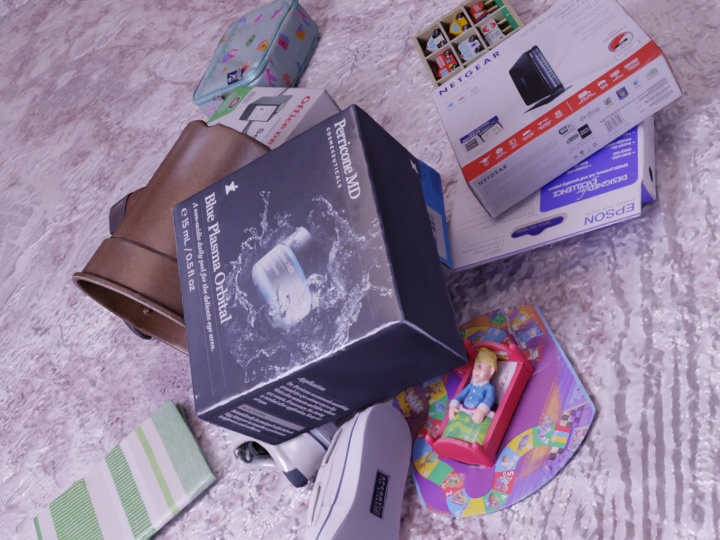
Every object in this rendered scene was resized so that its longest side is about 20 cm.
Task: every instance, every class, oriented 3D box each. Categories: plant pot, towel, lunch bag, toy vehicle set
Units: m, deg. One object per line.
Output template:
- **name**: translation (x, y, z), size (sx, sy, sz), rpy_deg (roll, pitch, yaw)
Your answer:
- **plant pot**: translation (-0.158, -0.029, 1.024), size (0.198, 0.200, 0.201), rpy_deg (10, 68, 48)
- **towel**: translation (-0.239, 0.232, 1.002), size (0.199, 0.023, 0.153), rpy_deg (-42, 35, -3)
- **lunch bag**: translation (-0.158, -0.300, 1.464), size (0.158, 0.077, 0.202), rpy_deg (-9, 45, 37)
- **toy vehicle set**: translation (0.135, -0.256, 1.176), size (0.123, 0.027, 0.201), rpy_deg (-32, 35, 13)

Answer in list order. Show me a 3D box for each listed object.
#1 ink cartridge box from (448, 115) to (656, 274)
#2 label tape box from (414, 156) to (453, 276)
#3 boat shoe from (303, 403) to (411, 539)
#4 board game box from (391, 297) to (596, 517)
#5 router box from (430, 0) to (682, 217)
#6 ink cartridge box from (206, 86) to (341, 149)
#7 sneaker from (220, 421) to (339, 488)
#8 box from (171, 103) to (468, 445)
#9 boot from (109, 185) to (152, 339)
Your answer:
- **ink cartridge box**: translation (0.174, -0.082, 0.930), size (0.195, 0.044, 0.202), rpy_deg (-17, 40, 32)
- **label tape box**: translation (0.000, 0.000, 0.977), size (0.200, 0.063, 0.146), rpy_deg (-46, 28, 31)
- **boat shoe**: translation (-0.010, 0.201, 0.785), size (0.065, 0.073, 0.202), rpy_deg (-28, 30, 43)
- **board game box**: translation (0.092, 0.099, 0.811), size (0.157, 0.039, 0.201), rpy_deg (-34, 34, 10)
- **router box**: translation (0.173, -0.165, 0.941), size (0.198, 0.049, 0.181), rpy_deg (-34, 34, 14)
- **ink cartridge box**: translation (-0.119, -0.150, 1.253), size (0.198, 0.084, 0.147), rpy_deg (12, 60, 49)
- **sneaker**: translation (-0.102, 0.139, 0.927), size (0.198, 0.073, 0.071), rpy_deg (15, 58, 50)
- **box**: translation (-0.039, 0.008, 0.827), size (0.197, 0.117, 0.200), rpy_deg (-25, 59, 22)
- **boot**: translation (-0.204, -0.036, 1.180), size (0.197, 0.068, 0.192), rpy_deg (-24, 57, 27)
